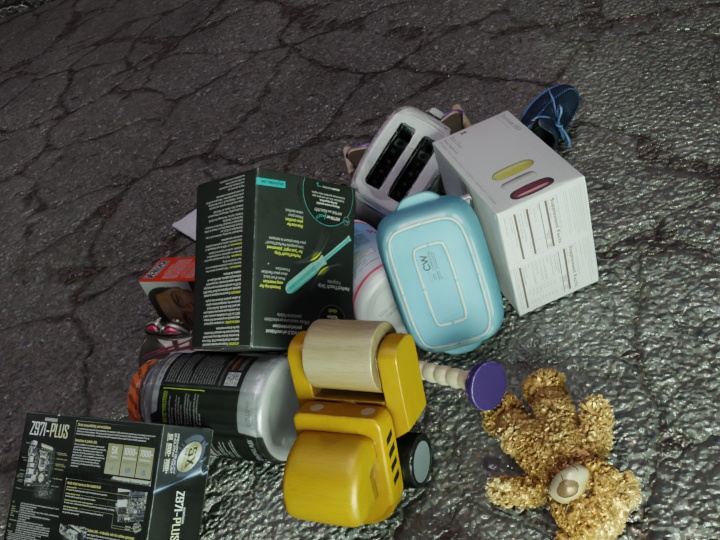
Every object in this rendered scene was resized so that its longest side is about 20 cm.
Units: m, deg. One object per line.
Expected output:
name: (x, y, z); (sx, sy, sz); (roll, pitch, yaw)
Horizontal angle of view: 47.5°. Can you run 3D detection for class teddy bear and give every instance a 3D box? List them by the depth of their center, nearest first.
teddy bear: (0.184, 0.171, 0.793); (0.144, 0.067, 0.200); (-16, 37, 14)

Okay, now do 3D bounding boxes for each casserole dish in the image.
casserole dish: (0.091, 0.010, 0.928); (0.121, 0.201, 0.039); (-16, 14, 11)

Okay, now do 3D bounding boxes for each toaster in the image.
toaster: (0.053, -0.130, 1.131); (0.113, 0.129, 0.200); (33, 83, 7)

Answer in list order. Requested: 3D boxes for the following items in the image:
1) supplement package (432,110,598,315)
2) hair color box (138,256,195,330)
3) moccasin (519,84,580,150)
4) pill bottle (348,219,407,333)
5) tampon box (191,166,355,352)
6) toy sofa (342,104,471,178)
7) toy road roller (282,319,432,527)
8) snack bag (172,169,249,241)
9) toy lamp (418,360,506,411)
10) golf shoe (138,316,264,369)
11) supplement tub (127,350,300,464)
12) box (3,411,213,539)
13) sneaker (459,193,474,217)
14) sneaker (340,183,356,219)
supplement package: (0.189, -0.077, 1.013); (0.111, 0.156, 0.200); (-23, 36, -5)
hair color box: (-0.195, 0.035, 1.121); (0.199, 0.102, 0.061); (-2, 36, 32)
moccasin: (0.263, -0.190, 1.188); (0.200, 0.080, 0.068); (-51, 29, -13)
pill bottle: (0.000, 0.000, 1.064); (0.109, 0.109, 0.200); (-33, 39, -12)
tampon box: (-0.103, -0.003, 0.973); (0.126, 0.150, 0.201); (-7, 79, 47)
toy sofa: (0.073, -0.193, 1.269); (0.199, 0.098, 0.083); (-20, 37, 6)
toy road roller: (-0.014, 0.159, 0.808); (0.122, 0.201, 0.146); (-1, 21, 27)
snack bag: (-0.199, -0.102, 1.366); (0.188, 0.021, 0.200); (-40, 40, -19)
toy lamp: (0.072, 0.113, 0.909); (0.058, 0.058, 0.200); (-44, 28, -25)
golf shoe: (-0.209, 0.114, 1.083); (0.199, 0.077, 0.088); (-1, 61, 32)
supplement tub: (-0.164, 0.155, 0.952); (0.199, 0.123, 0.123); (0, 43, 27)
box: (-0.271, 0.241, 0.875); (0.199, 0.086, 0.164); (-2, 76, 27)
sneaker: (0.081, -0.049, 1.020); (0.086, 0.200, 0.075); (1, 74, -4)
sneaker: (-0.096, -0.078, 1.230); (0.199, 0.083, 0.071); (-21, 37, 5)
